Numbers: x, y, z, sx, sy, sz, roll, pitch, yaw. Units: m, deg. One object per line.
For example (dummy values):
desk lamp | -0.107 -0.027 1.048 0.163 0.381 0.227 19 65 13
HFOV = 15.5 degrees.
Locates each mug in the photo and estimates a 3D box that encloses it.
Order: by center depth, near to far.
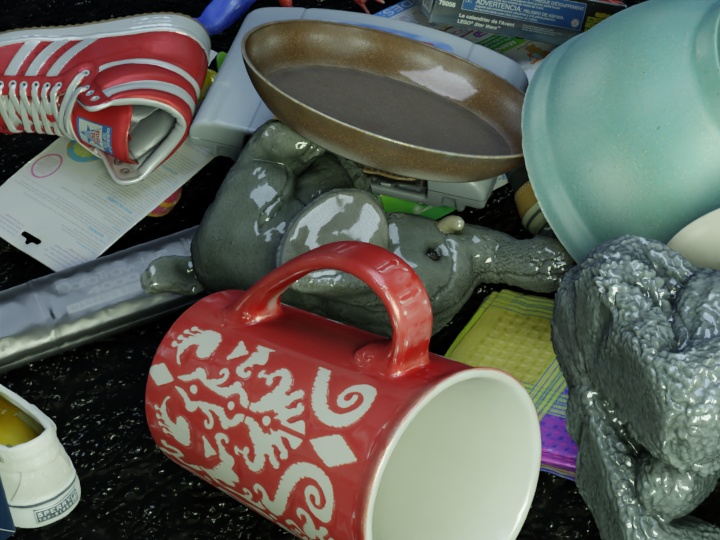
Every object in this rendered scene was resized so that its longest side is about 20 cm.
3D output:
mug | -0.010 0.069 1.467 0.199 0.179 0.133 21 7 43

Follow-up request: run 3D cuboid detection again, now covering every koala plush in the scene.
koala plush | 0.217 0.056 1.403 0.199 0.178 0.184 -9 44 -14

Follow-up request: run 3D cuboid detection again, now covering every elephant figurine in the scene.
elephant figurine | 0.000 0.000 1.583 0.141 0.156 0.200 15 17 -46

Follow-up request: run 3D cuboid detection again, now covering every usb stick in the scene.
usb stick | -0.160 0.017 1.678 0.199 0.033 0.056 -19 59 -13

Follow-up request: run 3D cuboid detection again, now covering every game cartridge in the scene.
game cartridge | 0.003 -0.111 1.728 0.199 0.042 0.134 12 52 11

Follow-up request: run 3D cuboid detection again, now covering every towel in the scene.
towel | 0.129 0.072 1.544 0.199 0.023 0.144 12 40 28

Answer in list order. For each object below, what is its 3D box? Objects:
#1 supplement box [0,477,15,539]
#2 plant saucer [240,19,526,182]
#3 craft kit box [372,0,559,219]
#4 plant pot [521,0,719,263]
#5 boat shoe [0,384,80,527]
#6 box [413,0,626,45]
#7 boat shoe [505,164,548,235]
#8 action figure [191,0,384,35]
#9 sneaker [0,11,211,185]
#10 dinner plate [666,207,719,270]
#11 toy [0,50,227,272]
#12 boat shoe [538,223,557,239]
supplement box | -0.342 0.116 1.499 0.199 0.135 0.200 23 46 38
plant saucer | 0.019 -0.101 1.628 0.199 0.032 0.200 16 22 -6
craft kit box | 0.042 -0.114 1.813 0.199 0.049 0.197 -27 36 -22
plant pot | 0.214 -0.082 1.553 0.134 0.200 0.200 -37 9 47
boat shoe | -0.243 0.074 1.576 0.074 0.087 0.202 -29 39 -26
box | 0.092 -0.211 1.869 0.136 0.040 0.200 9 21 -18
boat shoe | 0.178 -0.090 1.709 0.199 0.075 0.062 -28 71 -18
action figure | -0.066 -0.173 1.853 0.200 0.099 0.065 -45 2 19
sneaker | -0.198 -0.105 1.748 0.199 0.071 0.113 -12 40 12
dinner plate | 0.264 0.006 1.474 0.199 0.200 0.024 -3 65 10
toy | -0.148 -0.067 1.776 0.200 0.047 0.115 -45 46 -18
boat shoe | 0.179 -0.036 1.646 0.066 0.075 0.199 -17 12 47
